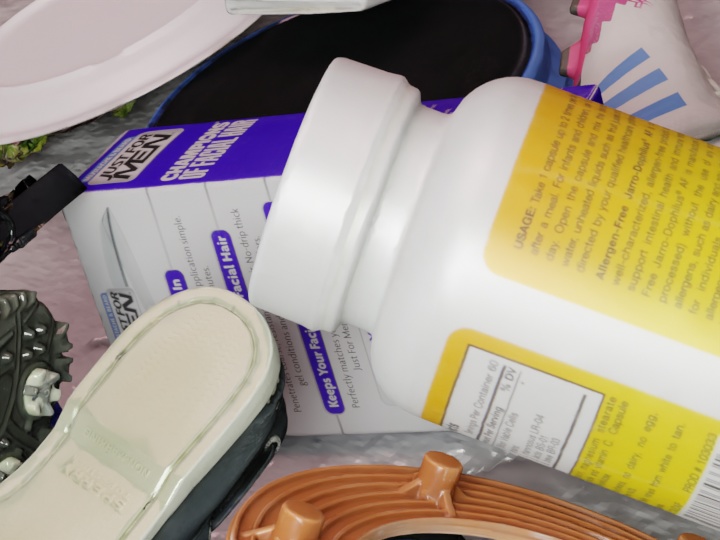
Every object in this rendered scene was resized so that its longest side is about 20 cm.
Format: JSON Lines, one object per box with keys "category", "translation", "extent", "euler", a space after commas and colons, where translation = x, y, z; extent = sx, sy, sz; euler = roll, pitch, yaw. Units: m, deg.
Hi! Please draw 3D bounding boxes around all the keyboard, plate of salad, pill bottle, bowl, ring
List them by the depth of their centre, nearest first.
{"category": "ring", "translation": [0.059, 0.099, 0.698], "extent": [0.200, 0.019, 0.200], "euler": [18, 16, -5]}
{"category": "pill bottle", "translation": [0.071, 0.006, 0.782], "extent": [0.200, 0.113, 0.113], "euler": [20, 40, 3]}
{"category": "keyboard", "translation": [-0.159, 0.004, 0.836], "extent": [0.104, 0.040, 0.200], "euler": [-32, 10, 32]}
{"category": "bowl", "translation": [-0.006, -0.063, 1.095], "extent": [0.200, 0.039, 0.201], "euler": [-16, 31, 10]}
{"category": "plate of salad", "translation": [-0.117, -0.107, 1.221], "extent": [0.200, 0.048, 0.200], "euler": [-21, 26, 11]}

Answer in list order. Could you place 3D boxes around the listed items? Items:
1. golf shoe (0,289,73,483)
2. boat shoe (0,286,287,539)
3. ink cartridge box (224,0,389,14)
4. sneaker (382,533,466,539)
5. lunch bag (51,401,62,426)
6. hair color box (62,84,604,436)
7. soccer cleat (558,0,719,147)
{"category": "golf shoe", "translation": [-0.179, 0.078, 0.825], "extent": [0.088, 0.077, 0.200], "euler": [24, 68, 38]}
{"category": "boat shoe", "translation": [-0.097, 0.094, 0.802], "extent": [0.074, 0.066, 0.199], "euler": [33, 76, 28]}
{"category": "ink cartridge box", "translation": [0.017, -0.209, 1.153], "extent": [0.084, 0.146, 0.200], "euler": [5, 21, 35]}
{"category": "sneaker", "translation": [-0.049, 0.141, 0.784], "extent": [0.200, 0.070, 0.078], "euler": [-29, 5, 2]}
{"category": "lunch bag", "translation": [-0.183, 0.122, 0.887], "extent": [0.150, 0.094, 0.200], "euler": [-15, 44, 7]}
{"category": "hair color box", "translation": [0.000, 0.000, 0.916], "extent": [0.199, 0.110, 0.065], "euler": [-4, 27, 26]}
{"category": "soccer cleat", "translation": [0.118, -0.056, 0.993], "extent": [0.086, 0.070, 0.200], "euler": [6, 40, 13]}
